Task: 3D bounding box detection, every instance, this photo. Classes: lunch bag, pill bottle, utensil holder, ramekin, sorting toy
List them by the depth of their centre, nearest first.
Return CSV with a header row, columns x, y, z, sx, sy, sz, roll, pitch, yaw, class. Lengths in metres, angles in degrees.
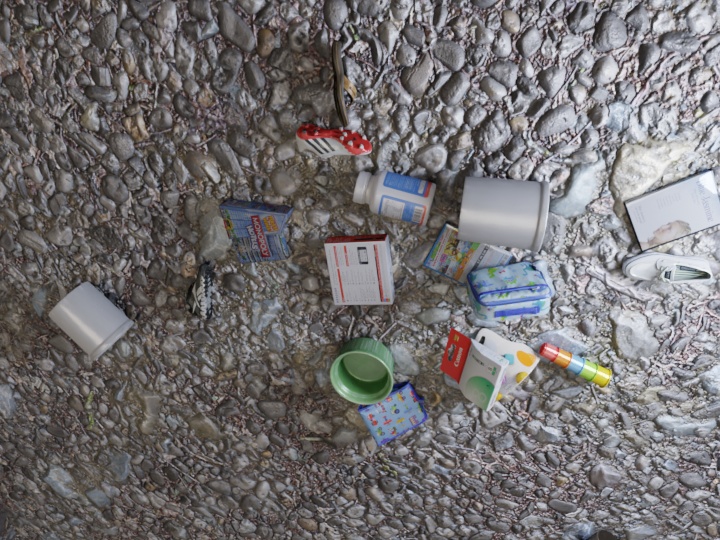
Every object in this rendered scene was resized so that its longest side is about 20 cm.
x,y,z,sx,sy,sz,roll,pitch,yaw,class
0.345,-0.142,1.312,0.197,0.170,0.172,8,119,10,utensil holder
0.086,-0.193,1.377,0.198,0.113,0.113,16,120,5,pill bottle
0.384,0.056,1.392,0.197,0.161,0.083,-7,125,1,lunch bag
0.385,0.269,1.572,0.180,0.107,0.200,45,119,10,sorting toy
0.011,0.306,1.662,0.197,0.098,0.202,6,118,11,ramekin
0.113,0.451,1.728,0.198,0.094,0.152,-24,107,13,lunch bag
-0.875,0.161,1.747,0.169,0.170,0.200,-37,102,27,utensil holder

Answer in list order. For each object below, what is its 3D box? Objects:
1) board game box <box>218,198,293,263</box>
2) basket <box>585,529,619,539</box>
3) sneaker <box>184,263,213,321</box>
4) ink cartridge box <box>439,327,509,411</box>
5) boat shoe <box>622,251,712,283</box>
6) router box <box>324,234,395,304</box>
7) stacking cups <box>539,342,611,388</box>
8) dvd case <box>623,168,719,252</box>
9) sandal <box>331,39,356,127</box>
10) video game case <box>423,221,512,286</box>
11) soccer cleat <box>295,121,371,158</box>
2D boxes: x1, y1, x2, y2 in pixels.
x,y,z,sx,sy,sz,roll,pitch,yaw,class
-0.279,-0.113,1.533,0.197,0.062,0.202,-4,116,16,board game box
0.797,0.992,1.819,0.179,0.136,0.201,29,116,3,basket
-0.511,0.066,1.677,0.089,0.067,0.202,12,121,4,sneaker
0.315,0.283,1.549,0.199,0.050,0.163,29,122,32,ink cartridge box
0.769,-0.004,1.341,0.197,0.067,0.074,-4,116,15,boat shoe
0.000,0.000,1.533,0.177,0.049,0.202,-1,117,14,router box
0.609,0.264,1.522,0.198,0.061,0.061,26,120,-1,stacking cups
0.763,-0.141,1.299,0.198,0.018,0.144,-23,109,22,dvd case
-0.038,-0.453,1.304,0.054,0.082,0.202,-7,110,-8,sandal
0.291,-0.030,1.468,0.198,0.018,0.144,26,120,-1,video game case
-0.069,-0.323,1.377,0.197,0.069,0.086,11,144,-2,soccer cleat
